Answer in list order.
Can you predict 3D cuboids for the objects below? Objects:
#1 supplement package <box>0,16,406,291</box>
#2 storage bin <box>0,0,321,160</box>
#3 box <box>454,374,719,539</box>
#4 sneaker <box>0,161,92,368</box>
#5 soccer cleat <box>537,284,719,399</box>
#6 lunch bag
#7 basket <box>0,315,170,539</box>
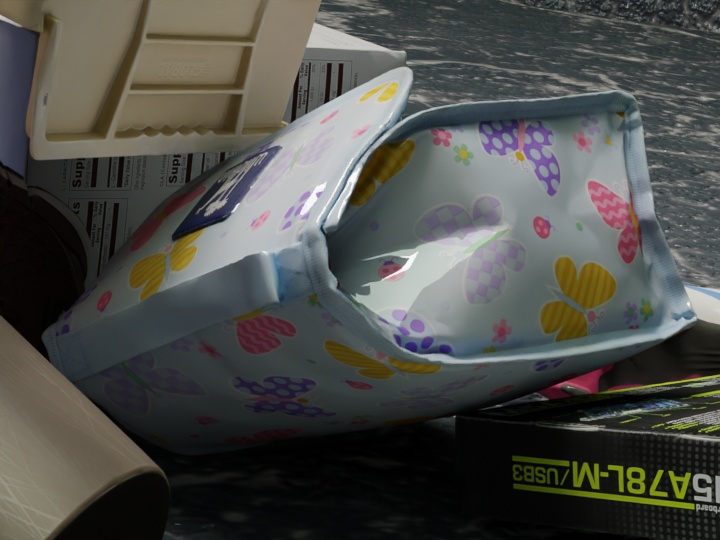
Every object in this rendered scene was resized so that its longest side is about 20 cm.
[{"bbox_3d":[-0.117,-0.061,1.106,0.200,0.147,0.191,-2,16,-32],"label":"supplement package"},{"bbox_3d":[-0.140,-0.126,0.859,0.200,0.094,0.198,28,17,24],"label":"storage bin"},{"bbox_3d":[0.172,0.070,0.840,0.200,0.048,0.193,-5,2,-43],"label":"box"},{"bbox_3d":[-0.166,-0.002,0.849,0.200,0.076,0.116,34,30,-47],"label":"sneaker"},{"bbox_3d":[0.149,0.040,1.026,0.200,0.070,0.086,8,-3,-6],"label":"soccer cleat"},{"bbox_3d":[0.000,0.000,0.850,0.200,0.127,0.170,-9,-10,-42],"label":"lunch bag"},{"bbox_3d":[-0.163,0.047,0.570,0.200,0.180,0.136,33,6,14],"label":"basket"}]
